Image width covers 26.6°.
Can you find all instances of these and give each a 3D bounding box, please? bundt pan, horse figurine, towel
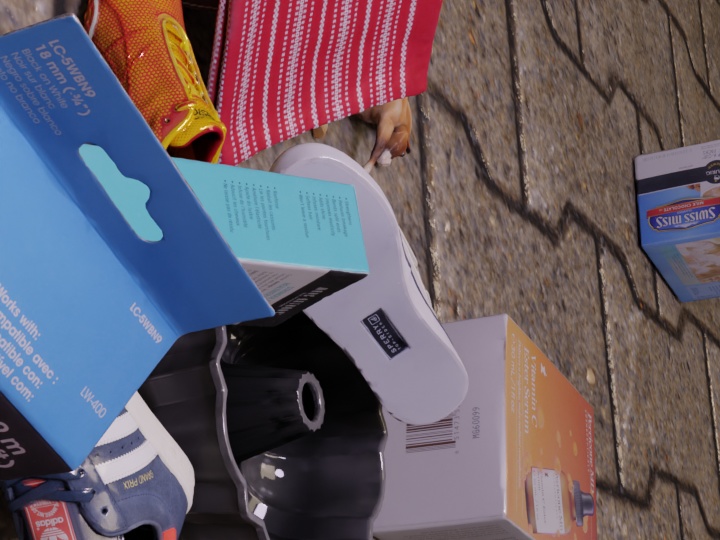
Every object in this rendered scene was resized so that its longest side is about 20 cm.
[{"bbox_3d":[-0.059,0.077,0.848,0.202,0.076,0.202,36,49,-57],"label":"bundt pan"},{"bbox_3d":[-0.003,-0.156,1.103,0.133,0.050,0.200,-45,125,-53],"label":"horse figurine"},{"bbox_3d":[-0.015,-0.148,0.938,0.200,0.022,0.145,-26,139,-43],"label":"towel"}]

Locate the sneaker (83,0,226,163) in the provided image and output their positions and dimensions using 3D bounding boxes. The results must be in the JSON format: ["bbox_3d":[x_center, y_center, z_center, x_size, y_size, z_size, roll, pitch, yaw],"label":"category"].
[{"bbox_3d":[-0.104,-0.088,0.818,0.073,0.077,0.200,26,55,-59],"label":"sneaker"}]

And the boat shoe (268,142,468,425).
[{"bbox_3d":[0.000,0.000,0.855,0.200,0.071,0.070,56,6,-36],"label":"boat shoe"}]

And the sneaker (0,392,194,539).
[{"bbox_3d":[-0.137,0.084,0.677,0.200,0.075,0.085,54,33,-43],"label":"sneaker"}]

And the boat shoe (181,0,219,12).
[{"bbox_3d":[-0.046,-0.160,0.969,0.200,0.072,0.072,-6,120,-50],"label":"boat shoe"}]

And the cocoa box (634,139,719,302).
[{"bbox_3d":[0.446,-0.060,1.956,0.200,0.133,0.131,41,45,-55],"label":"cocoa box"}]

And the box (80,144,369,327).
[{"bbox_3d":[-0.099,-0.015,0.692,0.200,0.082,0.049,6,66,-39],"label":"box"}]

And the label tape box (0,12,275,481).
[{"bbox_3d":[-0.152,0.007,0.516,0.144,0.200,0.063,58,32,-39],"label":"label tape box"}]

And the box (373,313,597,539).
[{"bbox_3d":[0.095,0.143,1.129,0.200,0.106,0.152,42,43,-54],"label":"box"}]
